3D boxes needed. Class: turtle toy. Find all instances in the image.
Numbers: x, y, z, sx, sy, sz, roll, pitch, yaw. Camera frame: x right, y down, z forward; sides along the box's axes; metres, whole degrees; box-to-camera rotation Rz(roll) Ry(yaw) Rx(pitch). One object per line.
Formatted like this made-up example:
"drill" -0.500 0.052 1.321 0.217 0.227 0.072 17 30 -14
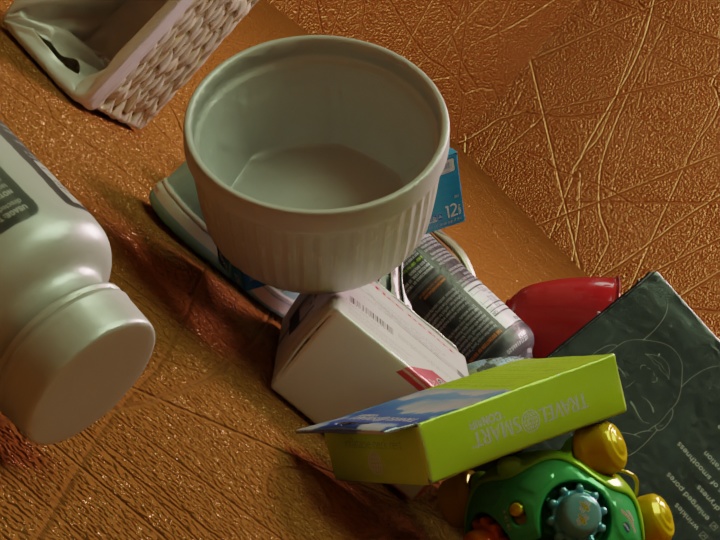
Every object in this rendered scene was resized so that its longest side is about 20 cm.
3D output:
"turtle toy" 0.147 0.206 1.309 0.201 0.145 0.101 54 26 -26

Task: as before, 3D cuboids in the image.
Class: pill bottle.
"pill bottle" -0.195 -0.011 0.932 0.200 0.111 0.111 44 10 20
"pill bottle" 0.096 0.063 1.815 0.200 0.106 0.106 44 9 14

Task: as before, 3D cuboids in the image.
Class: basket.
"basket" -0.209 -0.248 1.744 0.136 0.200 0.123 45 4 23

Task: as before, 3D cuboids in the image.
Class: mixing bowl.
"mixing bowl" 0.191 0.089 1.917 0.107 0.202 0.200 15 9 1

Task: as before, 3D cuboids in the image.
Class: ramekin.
"ramekin" -0.032 -0.074 1.404 0.200 0.199 0.106 48 -28 36

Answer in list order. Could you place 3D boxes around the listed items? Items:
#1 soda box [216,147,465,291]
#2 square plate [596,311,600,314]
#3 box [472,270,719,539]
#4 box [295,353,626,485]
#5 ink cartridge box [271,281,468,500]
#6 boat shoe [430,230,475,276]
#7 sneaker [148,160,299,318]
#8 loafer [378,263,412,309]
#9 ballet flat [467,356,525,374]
"soda box" -0.019 -0.050 1.512 0.068 0.198 0.065 -139 -144 -58
"square plate" 0.285 0.131 1.662 0.201 0.028 0.198 53 -2 -8
"box" 0.214 0.146 1.471 0.200 0.196 0.124 49 -25 11
"box" 0.070 0.104 1.281 0.122 0.199 0.048 -9 -84 58
"ink cartridge box" 0.011 0.078 1.457 0.145 0.085 0.200 40 11 -8
"boat shoe" 0.050 -0.017 1.926 0.071 0.076 0.201 -14 58 -38
"sneaker" -0.066 -0.045 1.571 0.200 0.131 0.080 38 9 -23
"loafer" 0.000 0.000 1.684 0.063 0.072 0.201 21 44 -47
"ballet flat" 0.165 0.119 1.721 0.198 0.075 0.074 -4 30 -23
